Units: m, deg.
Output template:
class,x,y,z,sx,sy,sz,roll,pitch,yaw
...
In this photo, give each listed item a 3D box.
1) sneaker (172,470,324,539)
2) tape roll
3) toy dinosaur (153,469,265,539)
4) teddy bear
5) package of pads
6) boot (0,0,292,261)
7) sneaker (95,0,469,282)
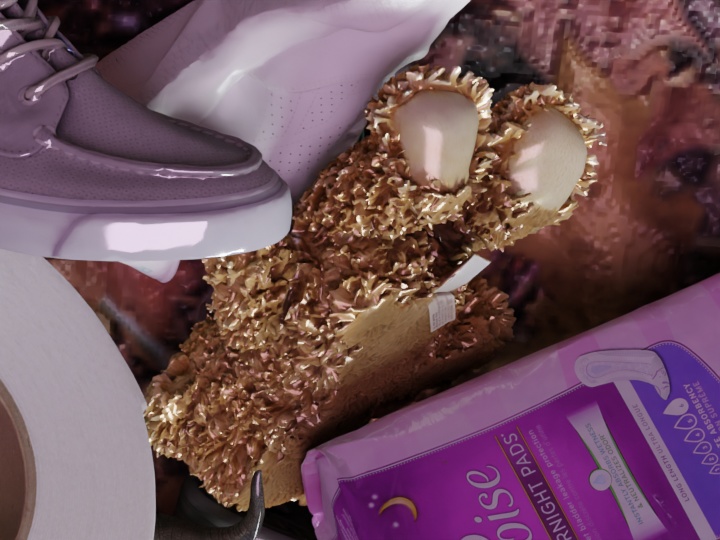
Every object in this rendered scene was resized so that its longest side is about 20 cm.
class,x,y,z,sx,sy,sz,roll,pitch,yaw
sneaker,0.003,0.160,0.929,0.199,0.076,0.115,23,111,-11
tape roll,-0.163,0.070,0.787,0.202,0.203,0.037,32,149,-17
toy dinosaur,-0.111,0.136,0.873,0.077,0.102,0.200,12,118,-38
teddy bear,0.000,0.000,0.846,0.145,0.067,0.200,-12,145,-32
package of pads,0.090,0.084,0.855,0.199,0.121,0.076,-22,156,-12
boot,-0.117,-0.064,0.763,0.199,0.074,0.096,9,110,10
sneaker,-0.016,-0.068,0.839,0.200,0.075,0.089,-32,125,15
